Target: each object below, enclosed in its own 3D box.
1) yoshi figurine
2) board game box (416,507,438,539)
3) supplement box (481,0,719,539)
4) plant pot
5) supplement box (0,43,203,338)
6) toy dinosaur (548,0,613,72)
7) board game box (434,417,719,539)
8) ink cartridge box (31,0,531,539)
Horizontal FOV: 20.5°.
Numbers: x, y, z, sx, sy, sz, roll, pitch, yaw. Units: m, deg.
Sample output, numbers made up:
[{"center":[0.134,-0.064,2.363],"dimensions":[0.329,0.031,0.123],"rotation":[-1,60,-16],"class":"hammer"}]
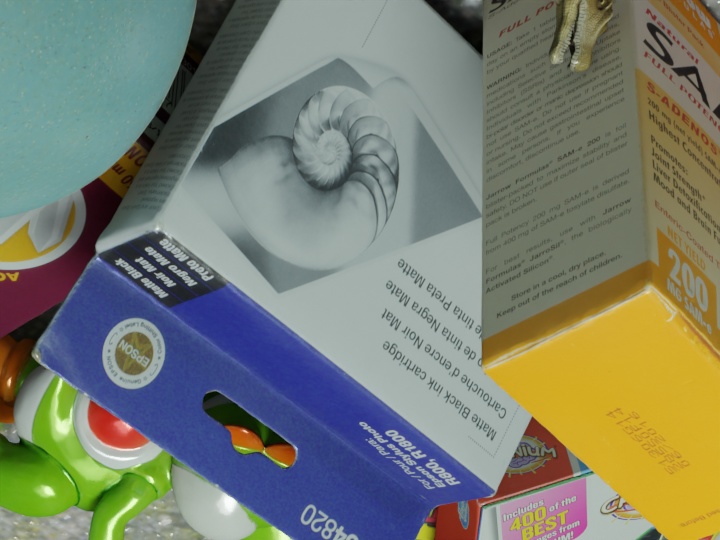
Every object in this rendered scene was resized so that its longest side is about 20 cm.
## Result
[{"center":[-0.088,0.093,0.893],"dimensions":[0.199,0.112,0.113],"rotation":[10,98,16],"class":"yoshi figurine"},{"center":[0.013,0.138,0.999],"dimensions":[0.101,0.048,0.201],"rotation":[6,133,-5],"class":"board game box"},{"center":[0.109,-0.018,0.745],"dimensions":[0.073,0.201,0.126],"rotation":[-28,128,29],"class":"supplement box"},{"center":[-0.171,-0.104,0.648],"dimensions":[0.199,0.135,0.201],"rotation":[5,103,21],"class":"plant pot"},{"center":[-0.165,-0.038,0.807],"dimensions":[0.200,0.086,0.110],"rotation":[-30,127,26],"class":"supplement box"},{"center":[0.058,-0.174,0.702],"dimensions":[0.101,0.058,0.201],"rotation":[2,110,-1],"class":"toy dinosaur"},{"center":[0.109,0.139,0.961],"dimensions":[0.152,0.040,0.201],"rotation":[-15,138,-18],"class":"board game box"},{"center":[0.000,0.000,0.779],"dimensions":[0.199,0.201,0.041],"rotation":[38,161,-31],"class":"ink cartridge box"}]
